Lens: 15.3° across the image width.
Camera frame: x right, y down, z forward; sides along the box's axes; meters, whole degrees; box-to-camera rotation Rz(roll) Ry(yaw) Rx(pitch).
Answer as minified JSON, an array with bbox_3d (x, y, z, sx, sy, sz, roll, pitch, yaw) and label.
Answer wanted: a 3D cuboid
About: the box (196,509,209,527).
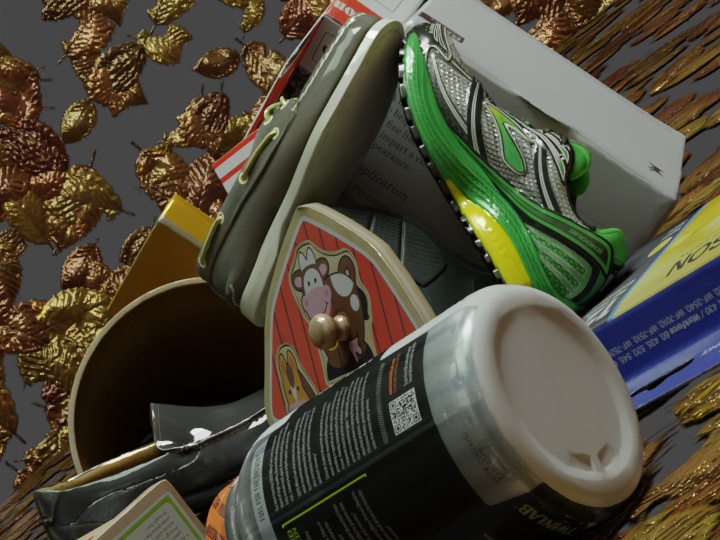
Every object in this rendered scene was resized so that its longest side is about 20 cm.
[{"bbox_3d":[-0.102,0.196,1.617,0.200,0.069,0.082,-41,6,-21],"label":"box"}]

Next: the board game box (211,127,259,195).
[{"bbox_3d":[0.000,0.000,1.725,0.046,0.152,0.200,-36,-24,16],"label":"board game box"}]

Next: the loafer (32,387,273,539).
[{"bbox_3d":[-0.103,0.109,1.602,0.200,0.072,0.073,-37,7,-9],"label":"loafer"}]

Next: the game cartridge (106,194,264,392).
[{"bbox_3d":[-0.071,0.042,1.854,0.033,0.199,0.176,-59,4,-27],"label":"game cartridge"}]

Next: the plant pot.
[{"bbox_3d":[-0.098,0.118,1.805,0.186,0.187,0.200,-39,-9,-10],"label":"plant pot"}]

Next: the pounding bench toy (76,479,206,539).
[{"bbox_3d":[-0.119,0.195,1.434,0.200,0.124,0.156,-42,6,-38],"label":"pounding bench toy"}]

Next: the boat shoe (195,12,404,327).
[{"bbox_3d":[-0.038,-0.067,1.592,0.072,0.060,0.203,-5,-56,-60],"label":"boat shoe"}]

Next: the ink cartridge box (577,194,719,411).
[{"bbox_3d":[0.181,0.008,1.451,0.197,0.047,0.200,-34,5,42],"label":"ink cartridge box"}]

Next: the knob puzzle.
[{"bbox_3d":[-0.013,0.061,1.488,0.030,0.221,0.219,-10,-10,-31],"label":"knob puzzle"}]

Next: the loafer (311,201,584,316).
[{"bbox_3d":[0.044,0.022,1.580,0.063,0.199,0.072,125,162,-55],"label":"loafer"}]

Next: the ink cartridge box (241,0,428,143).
[{"bbox_3d":[-0.009,-0.139,1.751,0.200,0.050,0.109,-56,-1,-42],"label":"ink cartridge box"}]

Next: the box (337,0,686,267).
[{"bbox_3d":[0.092,-0.068,1.705,0.131,0.198,0.200,-56,0,16],"label":"box"}]

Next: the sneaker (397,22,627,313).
[{"bbox_3d":[0.086,-0.062,1.551,0.085,0.201,0.078,-31,-17,1],"label":"sneaker"}]

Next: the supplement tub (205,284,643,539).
[{"bbox_3d":[0.025,0.101,1.271,0.200,0.123,0.123,-34,7,34],"label":"supplement tub"}]
